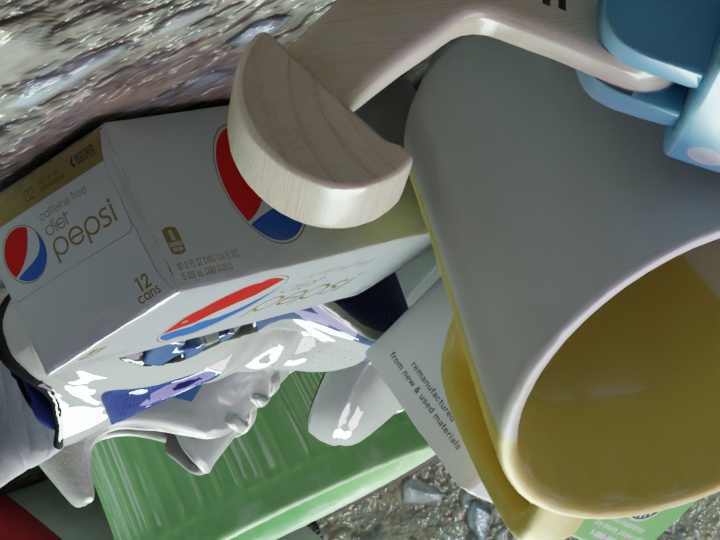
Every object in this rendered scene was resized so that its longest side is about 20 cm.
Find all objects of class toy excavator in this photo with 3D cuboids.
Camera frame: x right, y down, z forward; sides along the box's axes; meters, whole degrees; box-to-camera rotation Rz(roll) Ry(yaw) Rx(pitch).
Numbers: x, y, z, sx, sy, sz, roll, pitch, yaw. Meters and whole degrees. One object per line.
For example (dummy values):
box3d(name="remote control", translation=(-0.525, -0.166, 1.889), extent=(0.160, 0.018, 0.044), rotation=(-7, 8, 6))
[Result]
box3d(name="toy excavator", translation=(0.077, -0.083, 0.819), extent=(0.199, 0.195, 0.100), rotation=(18, 160, 1))

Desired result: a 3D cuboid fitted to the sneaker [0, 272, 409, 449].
box3d(name="sneaker", translation=(-0.076, 0.014, 1.082), extent=(0.115, 0.081, 0.199), rotation=(-26, 166, 32))

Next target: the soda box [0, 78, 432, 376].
box3d(name="soda box", translation=(-0.043, -0.019, 0.979), extent=(0.068, 0.064, 0.200), rotation=(-31, 172, 32))

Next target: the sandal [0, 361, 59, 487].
box3d(name="sandal", translation=(-0.177, 0.069, 1.074), extent=(0.059, 0.079, 0.207), rotation=(-31, 173, 19))

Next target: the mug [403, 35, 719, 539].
box3d(name="mug", translation=(0.074, -0.010, 0.949), extent=(0.186, 0.154, 0.149), rotation=(-40, 142, 18))

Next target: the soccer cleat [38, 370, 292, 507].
box3d(name="soccer cleat", translation=(-0.058, 0.038, 1.218), extent=(0.199, 0.087, 0.070), rotation=(-25, 172, -10))

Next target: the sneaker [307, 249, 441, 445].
box3d(name="sneaker", translation=(0.062, 0.018, 1.262), extent=(0.200, 0.085, 0.073), rotation=(-45, 164, -19))

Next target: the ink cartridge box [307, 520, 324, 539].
box3d(name="ink cartridge box", translation=(-0.096, 0.217, 1.864), extent=(0.146, 0.201, 0.086), rotation=(-30, 171, 33))

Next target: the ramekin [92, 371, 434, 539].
box3d(name="ramekin", translation=(-0.062, 0.100, 1.575), extent=(0.199, 0.098, 0.200), rotation=(-26, 173, -4))

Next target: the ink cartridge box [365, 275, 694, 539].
box3d(name="ink cartridge box", translation=(0.124, 0.009, 1.096), extent=(0.200, 0.084, 0.146), rotation=(-45, 145, 12))

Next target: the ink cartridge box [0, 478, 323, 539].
box3d(name="ink cartridge box", translation=(-0.145, 0.216, 1.708), extent=(0.199, 0.144, 0.146), rotation=(-18, 131, -43))
